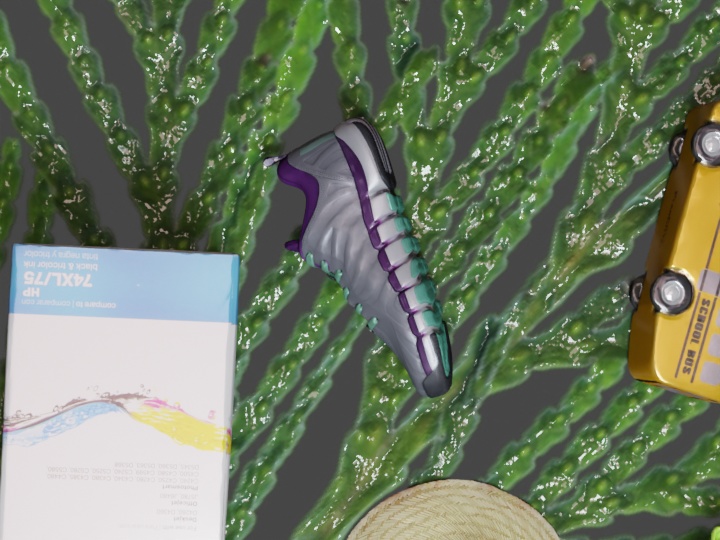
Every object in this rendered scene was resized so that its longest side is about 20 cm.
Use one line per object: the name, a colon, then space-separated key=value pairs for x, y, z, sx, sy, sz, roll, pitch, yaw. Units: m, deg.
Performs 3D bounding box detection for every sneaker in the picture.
sneaker: x=0.000 y=0.000 z=1.309 sx=0.087 sy=0.074 sz=0.202 roll=-20 pitch=83 yaw=9

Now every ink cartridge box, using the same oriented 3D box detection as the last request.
ink cartridge box: x=-0.159 y=0.088 z=1.238 sx=0.145 sy=0.147 sz=0.202 roll=3 pitch=87 yaw=-8

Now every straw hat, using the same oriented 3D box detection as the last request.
straw hat: x=0.068 y=0.248 z=1.292 sx=0.199 sy=0.085 sz=0.203 roll=0 pitch=88 yaw=-7

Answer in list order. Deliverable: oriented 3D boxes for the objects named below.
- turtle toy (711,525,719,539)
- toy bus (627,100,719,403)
turtle toy: x=0.287 y=0.268 z=1.311 sx=0.145 sy=0.101 sz=0.201 roll=-25 pitch=92 yaw=-7
toy bus: x=0.244 y=-0.014 z=1.332 sx=0.078 sy=0.065 sz=0.202 roll=17 pitch=86 yaw=-7
